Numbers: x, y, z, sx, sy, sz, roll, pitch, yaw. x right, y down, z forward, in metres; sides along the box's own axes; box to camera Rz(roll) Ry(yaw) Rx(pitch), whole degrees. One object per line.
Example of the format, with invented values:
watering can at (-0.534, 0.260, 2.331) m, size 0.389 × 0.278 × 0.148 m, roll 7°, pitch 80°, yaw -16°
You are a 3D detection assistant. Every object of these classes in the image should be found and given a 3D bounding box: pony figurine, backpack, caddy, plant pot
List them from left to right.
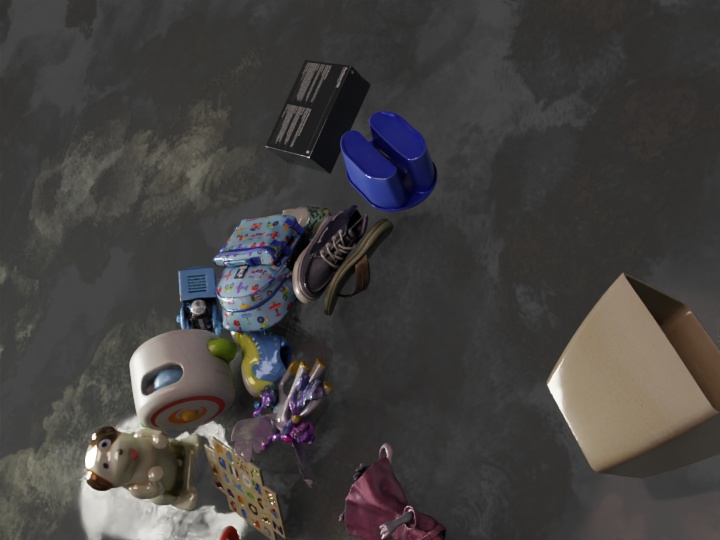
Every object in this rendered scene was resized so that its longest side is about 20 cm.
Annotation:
backpack at (-0.188, 0.012, 1.493) m, size 0.180 × 0.136 × 0.201 m, roll -1°, pitch 43°, yaw 36°
pony figurine at (-0.126, 0.257, 1.387) m, size 0.202 × 0.165 × 0.193 m, roll -55°, pitch 17°, yaw 8°
caddy at (0.051, -0.191, 1.465) m, size 0.140 × 0.106 × 0.200 m, roll -34°, pitch 50°, yaw -8°
plant pot at (0.359, 0.154, 1.029) m, size 0.177 × 0.198 × 0.202 m, roll -44°, pitch 50°, yaw 26°

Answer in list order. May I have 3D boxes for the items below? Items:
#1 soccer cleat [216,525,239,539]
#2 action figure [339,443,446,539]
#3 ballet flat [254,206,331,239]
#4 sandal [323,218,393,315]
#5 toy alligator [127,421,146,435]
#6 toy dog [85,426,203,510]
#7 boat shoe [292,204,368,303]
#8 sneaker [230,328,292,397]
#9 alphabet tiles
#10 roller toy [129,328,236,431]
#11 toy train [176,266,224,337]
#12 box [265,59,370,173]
soccer cleat at (-0.260, 0.542, 1.398) m, size 0.084 × 0.068 × 0.204 m, roll 2°, pitch 76°, yaw 33°
action figure at (0.069, 0.384, 1.221) m, size 0.197 × 0.136 × 0.149 m, roll 23°, pitch 41°, yaw 28°
ballet flat at (-0.150, -0.087, 1.592) m, size 0.197 × 0.074 × 0.076 m, roll -17°, pitch 61°, yaw 30°
sandal at (0.000, -0.001, 1.439) m, size 0.057 × 0.080 × 0.202 m, roll 38°, pitch 89°, yaw 8°
toy alligator at (-0.395, 0.298, 1.619) m, size 0.199 × 0.059 × 0.054 m, roll -42°, pitch 92°, yaw 15°
toy dog at (-0.416, 0.355, 1.510) m, size 0.191 × 0.199 × 0.142 m, roll -5°, pitch 67°, yaw 35°
boat shoe at (-0.052, -0.036, 1.446) m, size 0.092 × 0.074 × 0.202 m, roll -27°, pitch 32°, yaw 45°
sneaker at (-0.180, 0.136, 1.524) m, size 0.103 × 0.076 × 0.203 m, roll -24°, pitch 60°, yaw 8°
alphabet tiles at (-0.198, 0.375, 1.385) m, size 0.198 × 0.169 × 0.006 m, roll 21°, pitch 40°, yaw 41°
roller toy at (-0.324, 0.209, 1.483) m, size 0.201 × 0.179 × 0.142 m, roll -53°, pitch 46°, yaw 47°
toy train at (-0.308, 0.067, 1.568) m, size 0.085 × 0.200 × 0.117 m, roll -4°, pitch 75°, yaw -8°
box at (-0.086, -0.312, 1.635) m, size 0.140 × 0.078 × 0.203 m, roll 19°, pitch 82°, yaw 44°
